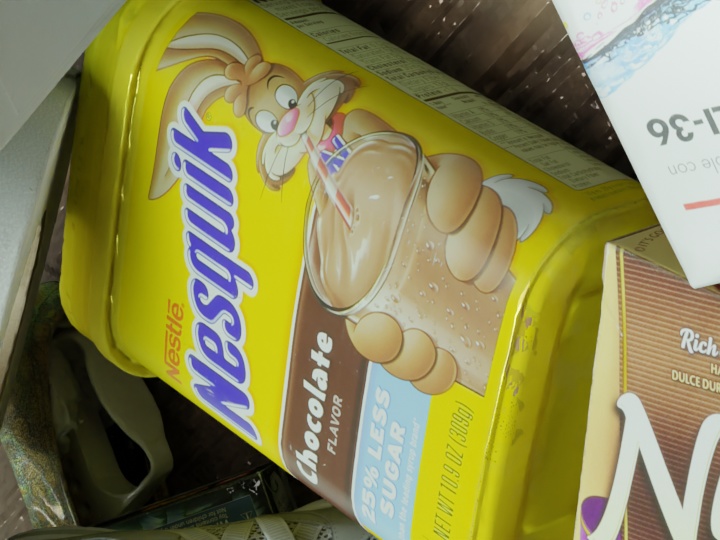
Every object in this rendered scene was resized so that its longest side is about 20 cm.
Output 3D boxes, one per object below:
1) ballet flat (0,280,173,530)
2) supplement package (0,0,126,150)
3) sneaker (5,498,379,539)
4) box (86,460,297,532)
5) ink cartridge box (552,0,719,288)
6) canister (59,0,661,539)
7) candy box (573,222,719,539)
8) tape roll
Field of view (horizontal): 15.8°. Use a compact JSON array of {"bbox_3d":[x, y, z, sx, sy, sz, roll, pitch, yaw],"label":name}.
[{"bbox_3d":[-0.089,0.098,0.988,0.071,0.070,0.201,-28,81,50],"label":"ballet flat"},{"bbox_3d":[-0.205,-0.131,0.792,0.199,0.147,0.192,2,131,34],"label":"supplement package"},{"bbox_3d":[-0.045,0.120,0.867,0.199,0.082,0.075,-7,93,13],"label":"sneaker"},{"bbox_3d":[-0.099,0.166,0.944,0.199,0.040,0.138,-21,90,12],"label":"box"},{"bbox_3d":[0.114,-0.070,0.616,0.116,0.068,0.201,-12,116,39],"label":"ink cartridge box"},{"bbox_3d":[0.000,0.000,0.827,0.200,0.086,0.149,32,125,37],"label":"canister"},{"bbox_3d":[0.147,0.072,0.698,0.200,0.056,0.117,28,124,40],"label":"candy box"},{"bbox_3d":[-0.135,0.026,0.874,0.203,0.037,0.204,-165,90,-86],"label":"tape roll"}]
